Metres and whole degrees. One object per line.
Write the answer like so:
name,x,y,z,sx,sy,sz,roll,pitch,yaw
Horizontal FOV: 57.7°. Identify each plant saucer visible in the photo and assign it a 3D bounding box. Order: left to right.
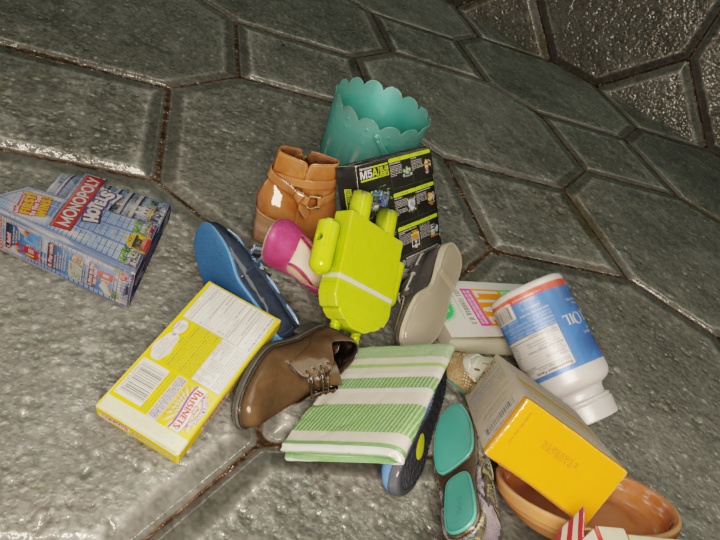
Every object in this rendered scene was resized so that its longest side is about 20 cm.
plant saucer,0.249,0.263,0.734,0.199,0.038,0.200,8,6,-1

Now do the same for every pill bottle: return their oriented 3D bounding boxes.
pill bottle,0.273,0.115,0.909,0.112,0.112,0.201,-11,72,-41

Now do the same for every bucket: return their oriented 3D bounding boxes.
bucket,0.024,-0.268,1.275,0.206,0.135,0.208,16,36,-12

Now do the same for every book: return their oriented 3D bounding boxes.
book,0.196,0.071,1.021,0.199,0.048,0.134,3,39,-24

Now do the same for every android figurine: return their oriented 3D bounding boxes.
android figurine,0.000,0.000,0.887,0.041,0.201,0.182,1,-16,39

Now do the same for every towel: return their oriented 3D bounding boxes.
towel,0.014,0.148,0.751,0.152,0.024,0.200,-7,23,27

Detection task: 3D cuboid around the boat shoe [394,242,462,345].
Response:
boat shoe,0.089,0.041,0.954,0.073,0.062,0.201,53,49,-29

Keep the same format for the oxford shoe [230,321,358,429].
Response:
oxford shoe,-0.068,0.117,0.747,0.084,0.073,0.200,11,29,30

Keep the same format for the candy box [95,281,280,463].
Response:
candy box,-0.182,0.103,0.719,0.102,0.026,0.200,30,48,6

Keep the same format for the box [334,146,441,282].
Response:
box,0.051,-0.081,1.007,0.047,0.195,0.200,1,17,40

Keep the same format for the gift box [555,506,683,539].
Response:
gift box,0.253,0.333,0.578,0.185,0.201,0.185,11,32,-17

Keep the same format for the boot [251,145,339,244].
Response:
boot,-0.056,-0.100,0.984,0.199,0.156,0.077,14,31,-15

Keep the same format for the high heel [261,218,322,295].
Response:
high heel,-0.065,-0.007,0.863,0.095,0.200,0.068,26,75,14

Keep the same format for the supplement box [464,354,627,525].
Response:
supplement box,0.194,0.178,0.729,0.126,0.074,0.200,36,7,0

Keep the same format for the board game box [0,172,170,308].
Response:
board game box,-0.362,-0.062,0.834,0.199,0.062,0.201,17,35,-12

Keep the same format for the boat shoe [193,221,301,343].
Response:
boat shoe,-0.150,0.022,0.855,0.068,0.084,0.201,-11,64,-50

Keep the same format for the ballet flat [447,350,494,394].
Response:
ballet flat,0.189,0.157,0.879,0.199,0.066,0.070,36,34,15

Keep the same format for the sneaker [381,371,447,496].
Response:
sneaker,0.047,0.179,0.777,0.078,0.066,0.200,5,36,18

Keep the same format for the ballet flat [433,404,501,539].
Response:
ballet flat,0.122,0.239,0.739,0.072,0.072,0.201,20,27,-6
